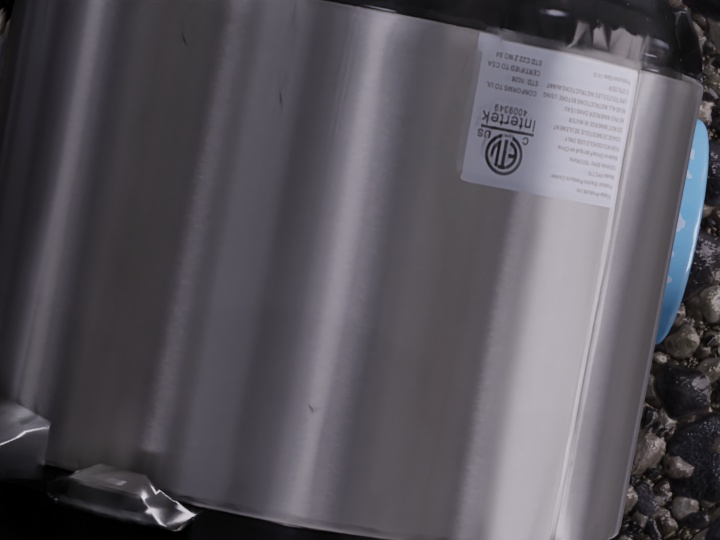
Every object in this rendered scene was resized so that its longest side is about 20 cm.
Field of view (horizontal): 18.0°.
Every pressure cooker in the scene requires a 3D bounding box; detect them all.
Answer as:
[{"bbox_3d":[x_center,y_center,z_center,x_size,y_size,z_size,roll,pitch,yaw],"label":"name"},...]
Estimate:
[{"bbox_3d":[-0.015,0.017,0.561,0.179,0.175,0.201,-18,118,-83],"label":"pressure cooker"}]

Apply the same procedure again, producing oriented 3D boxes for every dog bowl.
[{"bbox_3d":[0.108,-0.025,0.969,0.200,0.049,0.112,-90,-169,-84],"label":"dog bowl"}]
